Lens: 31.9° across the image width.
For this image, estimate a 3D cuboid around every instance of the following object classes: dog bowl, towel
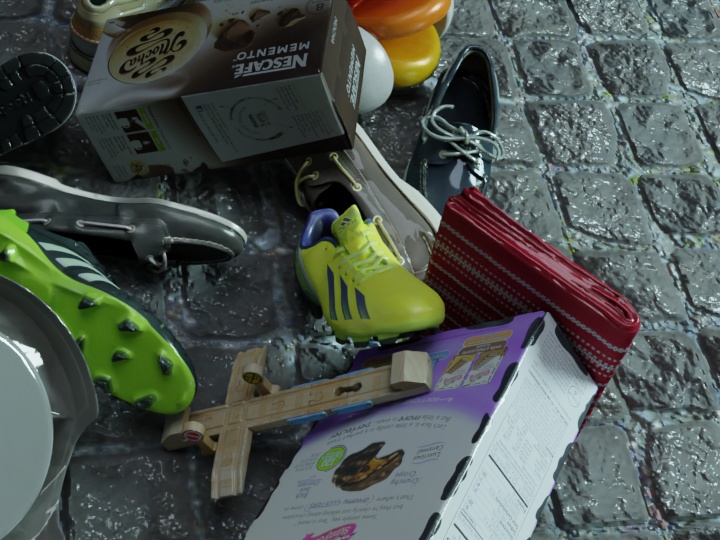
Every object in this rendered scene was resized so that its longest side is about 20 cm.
[{"bbox_3d":[-0.255,0.099,0.742,0.198,0.058,0.203,5,82,-38],"label":"dog bowl"},{"bbox_3d":[0.101,0.043,0.842,0.144,0.201,0.022,37,60,16],"label":"towel"}]

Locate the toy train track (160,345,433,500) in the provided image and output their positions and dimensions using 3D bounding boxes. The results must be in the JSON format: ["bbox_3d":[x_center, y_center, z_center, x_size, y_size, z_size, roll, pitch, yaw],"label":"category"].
[{"bbox_3d":[-0.049,0.080,0.810,0.198,0.033,0.116,-15,46,24],"label":"toy train track"}]

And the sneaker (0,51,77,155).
[{"bbox_3d":[-0.304,-0.099,0.951,0.198,0.088,0.076,-22,99,-6],"label":"sneaker"}]

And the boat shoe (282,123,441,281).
[{"bbox_3d":[-0.014,-0.065,0.985,0.059,0.072,0.200,-32,70,-34],"label":"boat shoe"}]

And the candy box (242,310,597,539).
[{"bbox_3d":[0.032,0.129,0.779,0.072,0.167,0.201,52,48,-22],"label":"candy box"}]

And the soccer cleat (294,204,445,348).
[{"bbox_3d":[-0.001,0.000,0.869,0.064,0.085,0.200,-6,11,-20],"label":"soccer cleat"}]

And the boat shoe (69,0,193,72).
[{"bbox_3d":[-0.186,-0.255,1.090,0.074,0.069,0.201,20,51,2],"label":"boat shoe"}]

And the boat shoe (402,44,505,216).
[{"bbox_3d":[0.082,-0.105,1.043,0.074,0.062,0.201,18,51,-1],"label":"boat shoe"}]

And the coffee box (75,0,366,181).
[{"bbox_3d":[-0.103,-0.145,0.968,0.198,0.080,0.114,-6,49,17],"label":"coffee box"}]

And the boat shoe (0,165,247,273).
[{"bbox_3d":[-0.184,-0.024,0.920,0.198,0.067,0.058,13,69,3],"label":"boat shoe"}]

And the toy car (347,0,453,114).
[{"bbox_3d":[-0.013,-0.246,1.073,0.199,0.151,0.175,29,52,10],"label":"toy car"}]

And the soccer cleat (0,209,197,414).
[{"bbox_3d":[-0.184,0.020,0.849,0.199,0.068,0.081,36,23,5],"label":"soccer cleat"}]
